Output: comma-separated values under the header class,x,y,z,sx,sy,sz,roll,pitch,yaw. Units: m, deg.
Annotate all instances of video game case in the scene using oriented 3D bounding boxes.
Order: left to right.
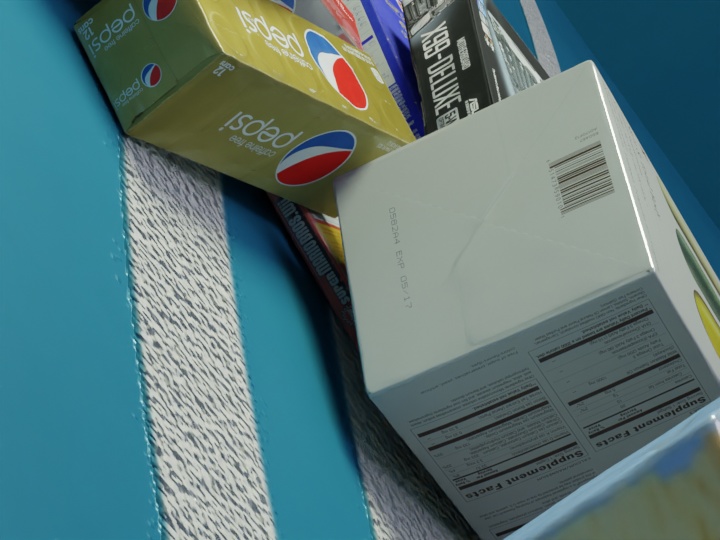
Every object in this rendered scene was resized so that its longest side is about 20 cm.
class,x,y,z,sx,sy,sz,roll,pitch,yaw
video game case,0.000,0.000,1.230,0.201,0.017,0.143,59,12,14

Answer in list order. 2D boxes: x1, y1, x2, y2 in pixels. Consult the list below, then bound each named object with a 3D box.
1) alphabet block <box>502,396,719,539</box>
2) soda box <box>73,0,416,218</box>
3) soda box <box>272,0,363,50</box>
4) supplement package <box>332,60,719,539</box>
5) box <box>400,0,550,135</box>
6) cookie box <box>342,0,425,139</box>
class,x,y,z,sx,sy,sz,roll,pitch,yaw
alphabet block,0.118,0.178,0.830,0.201,0.195,0.196,56,14,7
soda box,-0.051,-0.088,1.107,0.200,0.064,0.068,19,38,-59
soda box,-0.081,-0.188,1.293,0.200,0.063,0.070,51,12,-25
supplement package,0.102,0.036,1.135,0.200,0.150,0.152,53,19,-42
box,0.094,-0.064,1.335,0.158,0.050,0.201,48,22,-35
cookie box,0.035,-0.082,1.431,0.171,0.075,0.201,42,20,-45
